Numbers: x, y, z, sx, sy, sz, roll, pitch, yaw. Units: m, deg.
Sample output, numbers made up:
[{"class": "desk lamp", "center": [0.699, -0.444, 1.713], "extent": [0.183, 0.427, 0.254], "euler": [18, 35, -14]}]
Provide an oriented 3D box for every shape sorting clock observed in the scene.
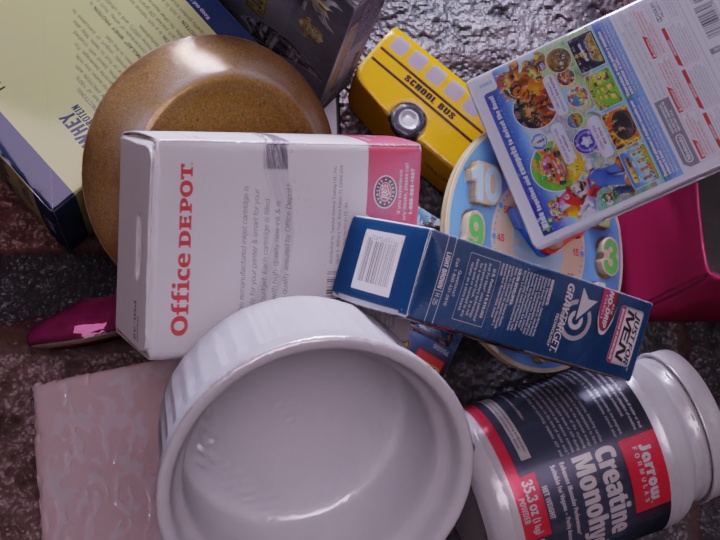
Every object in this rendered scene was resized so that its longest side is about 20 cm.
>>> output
[{"class": "shape sorting clock", "center": [0.141, -0.020, 0.926], "extent": [0.200, 0.039, 0.201], "euler": [9, 74, -36]}]

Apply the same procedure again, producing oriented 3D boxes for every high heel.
[{"class": "high heel", "center": [-0.178, -0.001, 0.942], "extent": [0.200, 0.067, 0.096], "euler": [-17, 88, -25]}]

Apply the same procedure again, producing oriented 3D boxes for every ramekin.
[{"class": "ramekin", "center": [-0.037, 0.114, 0.758], "extent": [0.200, 0.098, 0.201], "euler": [-6, 113, -14]}]

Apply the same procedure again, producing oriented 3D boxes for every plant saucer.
[{"class": "plant saucer", "center": [-0.101, -0.070, 0.858], "extent": [0.200, 0.035, 0.201], "euler": [-6, 103, -27]}]

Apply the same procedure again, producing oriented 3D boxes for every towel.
[{"class": "towel", "center": [-0.164, 0.169, 0.877], "extent": [0.191, 0.032, 0.201], "euler": [-13, 77, 26]}]

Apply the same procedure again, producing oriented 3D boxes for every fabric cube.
[{"class": "fabric cube", "center": [0.322, -0.066, 0.957], "extent": [0.196, 0.199, 0.201], "euler": [0, 77, -9]}]

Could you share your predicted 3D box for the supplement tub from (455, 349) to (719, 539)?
[{"class": "supplement tub", "center": [0.170, 0.150, 0.918], "extent": [0.200, 0.140, 0.141], "euler": [-18, 80, -11]}]

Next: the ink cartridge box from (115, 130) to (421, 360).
[{"class": "ink cartridge box", "center": [-0.065, -0.022, 0.819], "extent": [0.200, 0.083, 0.147], "euler": [-2, 101, -28]}]

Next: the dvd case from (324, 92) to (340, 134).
[{"class": "dvd case", "center": [-0.118, -0.165, 1.011], "extent": [0.199, 0.018, 0.143], "euler": [-1, 78, -7]}]

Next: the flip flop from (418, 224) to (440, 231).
[{"class": "flip flop", "center": [0.093, 0.012, 0.944], "extent": [0.200, 0.058, 0.081], "euler": [5, 78, -37]}]

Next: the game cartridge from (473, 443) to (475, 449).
[{"class": "game cartridge", "center": [-0.023, 0.135, 0.867], "extent": [0.200, 0.040, 0.134], "euler": [21, 88, 20]}]

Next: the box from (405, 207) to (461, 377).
[{"class": "box", "center": [0.000, 0.000, 0.958], "extent": [0.200, 0.040, 0.137], "euler": [31, 74, -14]}]

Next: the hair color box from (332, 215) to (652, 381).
[{"class": "hair color box", "center": [0.092, 0.020, 0.808], "extent": [0.200, 0.100, 0.061], "euler": [17, 89, -31]}]

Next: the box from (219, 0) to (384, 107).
[{"class": "box", "center": [-0.062, -0.225, 0.920], "extent": [0.158, 0.200, 0.048], "euler": [45, 72, 2]}]

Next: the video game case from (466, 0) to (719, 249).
[{"class": "video game case", "center": [0.194, -0.119, 0.861], "extent": [0.200, 0.018, 0.144], "euler": [-24, 73, 12]}]

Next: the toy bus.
[{"class": "toy bus", "center": [0.080, -0.110, 1.003], "extent": [0.200, 0.065, 0.078], "euler": [39, 74, 3]}]

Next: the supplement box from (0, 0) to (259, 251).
[{"class": "supplement box", "center": [-0.221, -0.162, 0.916], "extent": [0.200, 0.134, 0.200], "euler": [-42, 87, -15]}]
